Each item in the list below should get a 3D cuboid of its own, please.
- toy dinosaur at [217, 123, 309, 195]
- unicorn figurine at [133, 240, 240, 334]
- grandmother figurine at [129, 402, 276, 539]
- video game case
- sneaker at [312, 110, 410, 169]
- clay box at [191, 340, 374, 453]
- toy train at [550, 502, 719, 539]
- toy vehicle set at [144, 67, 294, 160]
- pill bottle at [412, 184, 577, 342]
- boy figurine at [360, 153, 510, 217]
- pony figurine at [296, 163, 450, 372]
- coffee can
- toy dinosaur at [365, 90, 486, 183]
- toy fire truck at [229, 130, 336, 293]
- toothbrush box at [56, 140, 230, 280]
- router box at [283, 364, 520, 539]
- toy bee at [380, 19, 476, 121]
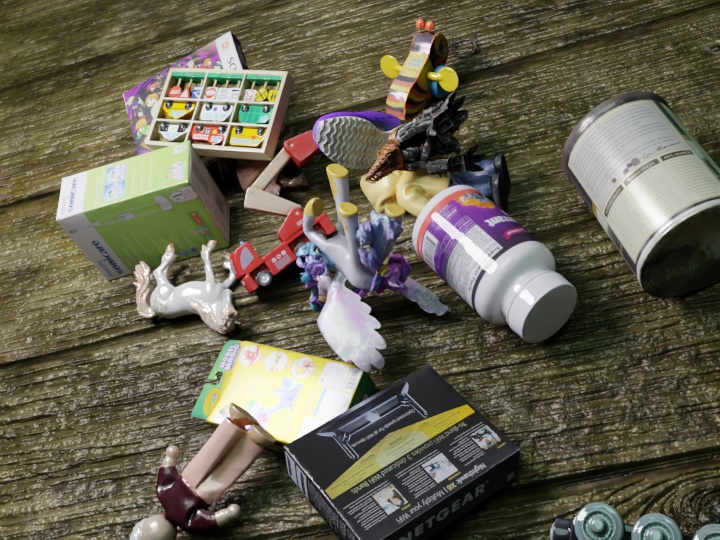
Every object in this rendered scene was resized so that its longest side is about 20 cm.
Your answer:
[{"bbox_3d":[-0.159,-0.157,1.347,0.135,0.086,0.201,-22,56,6],"label":"toy dinosaur"},{"bbox_3d":[-0.220,0.028,1.242,0.199,0.074,0.138,-14,58,29],"label":"unicorn figurine"},{"bbox_3d":[-0.188,0.246,1.037,0.121,0.061,0.200,37,86,38],"label":"grandmother figurine"},{"bbox_3d":[-0.247,-0.235,1.352,0.199,0.036,0.182,-26,61,12],"label":"video game case"},{"bbox_3d":[-0.003,-0.188,1.267,0.099,0.199,0.070,34,115,41],"label":"sneaker"},{"bbox_3d":[-0.095,0.156,1.101,0.199,0.048,0.115,9,60,27],"label":"clay box"},{"bbox_3d":[0.271,0.287,0.845,0.199,0.085,0.115,6,68,22],"label":"toy train"},{"bbox_3d":[-0.199,-0.223,1.290,0.199,0.027,0.125,7,73,24],"label":"toy vehicle set"},{"bbox_3d":[0.160,-0.007,1.087,0.111,0.112,0.200,-36,51,-9],"label":"pill bottle"},{"bbox_3d":[0.095,-0.108,1.220,0.199,0.065,0.125,-5,46,19],"label":"boy figurine"},{"bbox_3d":[0.000,0.000,1.106,0.166,0.201,0.193,-28,51,-35],"label":"pony figurine"},{"bbox_3d":[0.342,-0.089,1.058,0.146,0.147,0.201,-24,49,2],"label":"coffee can"},{"bbox_3d":[0.082,-0.159,1.184,0.135,0.102,0.200,0,50,48],"label":"toy dinosaur"},{"bbox_3d":[-0.109,-0.079,1.235,0.200,0.049,0.141,-37,90,-8],"label":"toy fire truck"},{"bbox_3d":[-0.304,-0.082,1.299,0.199,0.146,0.086,-16,50,9],"label":"toothbrush box"},{"bbox_3d":[0.043,0.203,0.970,0.199,0.052,0.157,-26,45,-24],"label":"router box"},{"bbox_3d":[0.089,-0.310,1.351,0.130,0.109,0.201,-1,54,22],"label":"toy bee"}]
